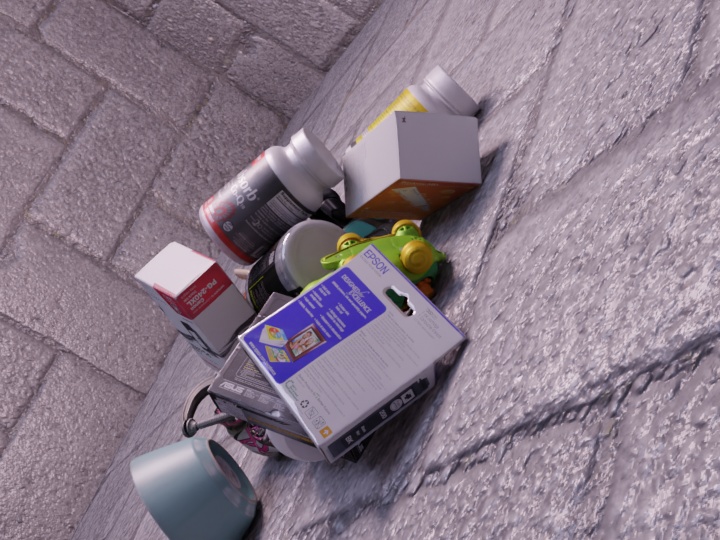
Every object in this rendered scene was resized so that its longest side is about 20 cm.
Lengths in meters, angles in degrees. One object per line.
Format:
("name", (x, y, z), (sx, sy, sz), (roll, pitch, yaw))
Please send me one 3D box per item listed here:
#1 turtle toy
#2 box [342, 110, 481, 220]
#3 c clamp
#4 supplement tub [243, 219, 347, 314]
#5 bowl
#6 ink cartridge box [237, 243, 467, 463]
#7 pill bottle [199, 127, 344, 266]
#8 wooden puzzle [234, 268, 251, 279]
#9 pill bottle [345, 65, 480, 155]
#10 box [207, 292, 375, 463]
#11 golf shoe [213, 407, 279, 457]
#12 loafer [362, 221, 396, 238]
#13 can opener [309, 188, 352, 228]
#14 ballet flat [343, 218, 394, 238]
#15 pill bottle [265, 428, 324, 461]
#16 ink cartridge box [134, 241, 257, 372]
("turtle toy", (0.014, 0.012, 1.341), (0.200, 0.101, 0.146), (-15, 18, 0))
("box", (0.068, -0.142, 1.471), (0.200, 0.124, 0.098), (149, 120, -65))
("c clamp", (-0.194, 0.196, 1.540), (0.200, 0.027, 0.171), (-18, 35, 30))
("supplement tub", (-0.092, 0.015, 1.514), (0.200, 0.123, 0.123), (-37, 25, 57))
("bowl", (-0.221, 0.314, 1.480), (0.105, 0.201, 0.201), (-38, 14, 1))
("ink cartridge box", (-0.009, 0.087, 1.183), (0.200, 0.043, 0.198), (-36, 48, -9))
("pill bottle", (-0.128, -0.109, 1.531), (0.200, 0.116, 0.116), (-39, 17, 11))
("wooden puzzle", (-0.100, 0.007, 1.754), (0.185, 0.200, 0.046), (-176, 78, -76))
("pill bottle", (0.083, -0.215, 1.630), (0.200, 0.114, 0.114), (-45, 15, 11))
("box", (-0.056, 0.121, 1.235), (0.158, 0.200, 0.048), (-58, -32, -30))
("golf shoe", (-0.131, 0.235, 1.536), (0.073, 0.092, 0.200), (-47, 29, -22))
("loafer", (0.000, 0.000, 1.550), (0.070, 0.070, 0.200), (-14, -28, -39))
("can opener", (-0.034, -0.086, 1.747), (0.063, 0.079, 0.200), (-40, -23, 10))
("ballet flat", (0.015, -0.063, 1.680), (0.072, 0.072, 0.200), (-41, 14, 53))
("pill bottle", (-0.071, 0.174, 1.345), (0.112, 0.112, 0.200), (-58, 13, 3))
("ink cartridge box", (-0.217, 0.068, 1.533), (0.083, 0.200, 0.145), (-45, 33, -18))
